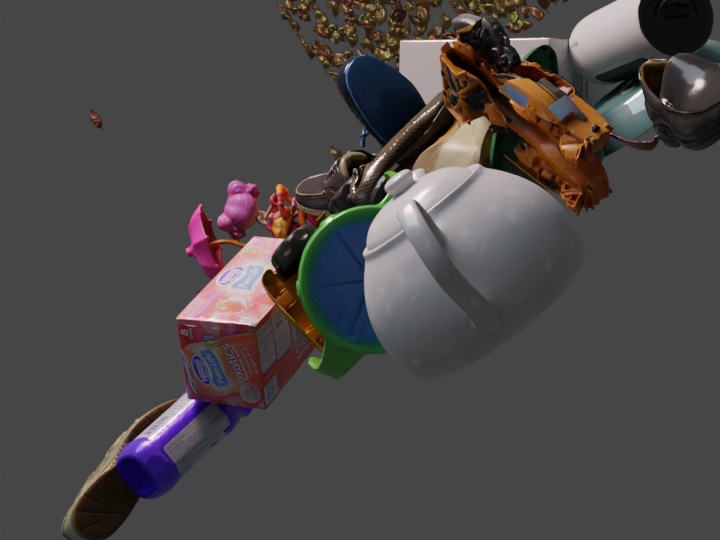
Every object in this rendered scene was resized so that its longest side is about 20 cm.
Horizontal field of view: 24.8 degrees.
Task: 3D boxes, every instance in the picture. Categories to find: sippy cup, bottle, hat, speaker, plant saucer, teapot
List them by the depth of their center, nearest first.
[{"bbox_3d":[0.071,-0.017,1.302,0.197,0.146,0.200,-43,9,-36],"label":"teapot"},{"bbox_3d":[0.003,0.004,1.535,0.177,0.140,0.130,-33,7,-4],"label":"sippy cup"},{"bbox_3d":[0.233,-0.118,1.590,0.175,0.166,0.200,14,37,24],"label":"hat"},{"bbox_3d":[0.282,-0.241,1.657,0.081,0.081,0.200,-39,7,-11],"label":"speaker"},{"bbox_3d":[0.296,-0.183,1.692,0.200,0.036,0.200,-38,7,5],"label":"plant saucer"},{"bbox_3d":[-0.172,0.160,1.754,0.200,0.065,0.083,-43,5,-35],"label":"bottle"}]

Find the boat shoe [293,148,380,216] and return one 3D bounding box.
[{"bbox_3d":[-0.002,-0.107,1.857,0.199,0.065,0.073,-5,37,40],"label":"boat shoe"}]

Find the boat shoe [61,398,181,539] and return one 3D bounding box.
[{"bbox_3d":[-0.251,0.215,1.776,0.200,0.073,0.063,-44,11,-34],"label":"boat shoe"}]

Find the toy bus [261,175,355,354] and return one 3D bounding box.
[{"bbox_3d":[0.000,0.000,1.707,0.200,0.136,0.192,-42,-6,-11],"label":"toy bus"}]

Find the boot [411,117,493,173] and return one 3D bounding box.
[{"bbox_3d":[0.121,-0.109,1.638,0.144,0.071,0.202,27,-97,-61],"label":"boot"}]

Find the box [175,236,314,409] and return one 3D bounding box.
[{"bbox_3d":[-0.109,0.052,1.748,0.094,0.103,0.200,6,29,21],"label":"box"}]

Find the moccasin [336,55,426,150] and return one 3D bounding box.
[{"bbox_3d":[0.040,-0.140,1.693,0.081,0.200,0.068,-53,26,-19],"label":"moccasin"}]

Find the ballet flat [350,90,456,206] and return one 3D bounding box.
[{"bbox_3d":[0.055,-0.131,1.635,0.200,0.046,0.068,-48,-33,-26],"label":"ballet flat"}]

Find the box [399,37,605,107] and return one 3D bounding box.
[{"bbox_3d":[0.158,-0.209,1.827,0.199,0.098,0.124,5,8,37],"label":"box"}]

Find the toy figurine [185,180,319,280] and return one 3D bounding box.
[{"bbox_3d":[-0.113,-0.042,1.960,0.150,0.183,0.201,169,121,-86],"label":"toy figurine"}]

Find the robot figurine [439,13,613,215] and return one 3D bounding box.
[{"bbox_3d":[0.141,-0.143,1.458,0.058,0.200,0.145,-39,-31,-18],"label":"robot figurine"}]

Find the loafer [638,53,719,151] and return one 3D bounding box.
[{"bbox_3d":[0.280,-0.148,1.377,0.073,0.072,0.200,-38,7,-7],"label":"loafer"}]
